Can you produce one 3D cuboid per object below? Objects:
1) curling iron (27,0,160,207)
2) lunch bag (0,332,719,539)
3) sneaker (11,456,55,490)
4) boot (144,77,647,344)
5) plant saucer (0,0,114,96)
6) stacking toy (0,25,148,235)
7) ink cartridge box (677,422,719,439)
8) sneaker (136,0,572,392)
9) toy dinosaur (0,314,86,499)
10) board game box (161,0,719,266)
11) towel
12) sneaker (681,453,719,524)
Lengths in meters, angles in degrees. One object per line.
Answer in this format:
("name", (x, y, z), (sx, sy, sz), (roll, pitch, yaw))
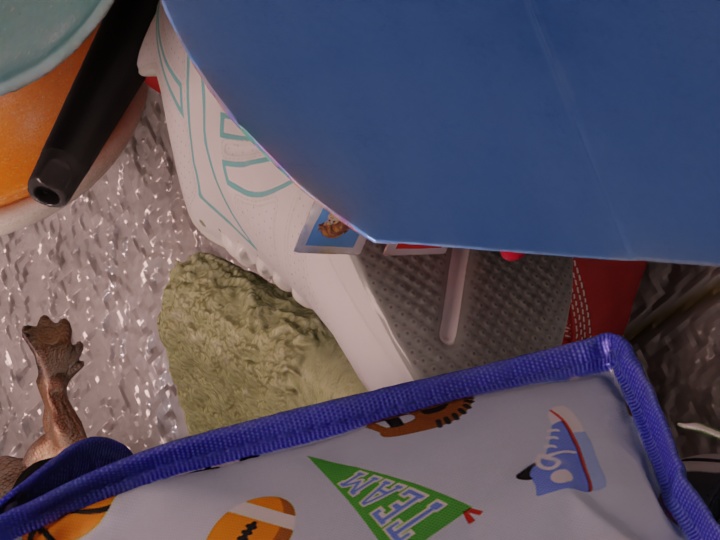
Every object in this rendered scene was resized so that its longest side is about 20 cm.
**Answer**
("curling iron", (-0.062, -0.096, 0.877), (0.050, 0.026, 0.200), (2, 54, 18))
("lunch bag", (-0.014, 0.123, 0.693), (0.124, 0.200, 0.170), (-114, 11, -51))
("sneaker", (-0.032, 0.112, 0.826), (0.200, 0.070, 0.100), (24, 134, 31))
("boot", (0.000, 0.000, 0.880), (0.200, 0.072, 0.144), (25, 117, 42))
("plant saucer", (-0.126, -0.141, 0.766), (0.200, 0.036, 0.200), (16, 123, 27))
("stacking toy", (-0.131, -0.117, 0.872), (0.146, 0.146, 0.200), (52, 152, 29))
("ink cartridge box", (0.176, 0.093, 0.640), (0.200, 0.146, 0.048), (16, 86, 45))
("sneaker", (-0.005, -0.024, 0.780), (0.080, 0.070, 0.200), (-60, 40, 36))
("toy dinosaur", (-0.100, 0.111, 0.993), (0.200, 0.086, 0.136), (43, 148, 14))
("board game box", (0.035, -0.051, 0.737), (0.039, 0.200, 0.158), (-60, 37, 41))
("towel", (0.015, 0.087, 0.837), (0.148, 0.036, 0.200), (26, 148, 35))
("sneaker", (0.120, 0.118, 0.758), (0.200, 0.079, 0.078), (42, 126, 37))
